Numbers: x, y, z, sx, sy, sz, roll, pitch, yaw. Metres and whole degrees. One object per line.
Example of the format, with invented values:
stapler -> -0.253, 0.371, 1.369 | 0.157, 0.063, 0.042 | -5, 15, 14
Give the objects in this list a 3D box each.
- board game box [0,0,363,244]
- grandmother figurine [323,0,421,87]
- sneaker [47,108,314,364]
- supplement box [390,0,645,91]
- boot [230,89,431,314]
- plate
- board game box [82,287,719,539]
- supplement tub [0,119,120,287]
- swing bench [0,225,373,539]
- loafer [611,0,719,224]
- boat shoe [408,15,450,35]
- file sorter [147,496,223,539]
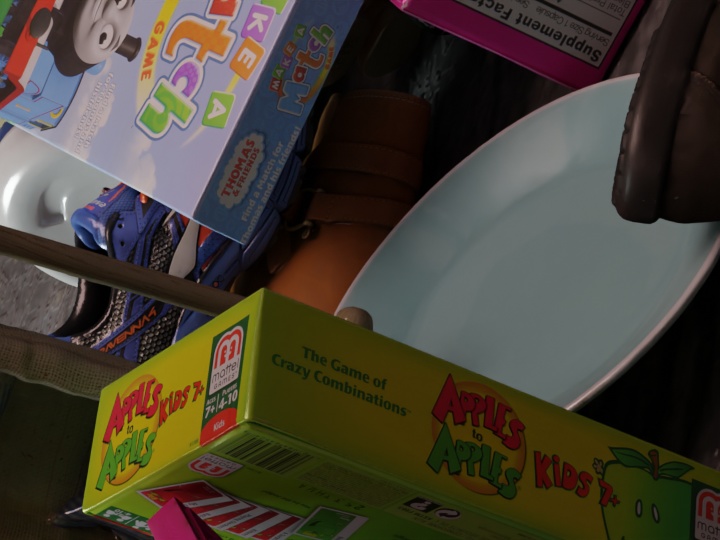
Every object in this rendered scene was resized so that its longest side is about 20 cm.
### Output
board game box -> -0.081, -0.112, 1.109 | 0.200, 0.037, 0.151 | 26, 91, 47
grandmother figurine -> -0.060, -0.168, 1.222 | 0.200, 0.121, 0.061 | 51, 122, 23
sneaker -> -0.080, -0.021, 1.133 | 0.200, 0.078, 0.075 | -69, 19, -8
supplement box -> 0.083, -0.188, 1.071 | 0.200, 0.103, 0.101 | -60, 30, 12
boot -> 0.000, 0.000, 1.118 | 0.200, 0.074, 0.155 | 16, 81, 60
plate -> 0.066, 0.006, 0.994 | 0.200, 0.026, 0.200 | -33, 28, 20
board game box -> 0.021, 0.075, 0.885 | 0.102, 0.200, 0.048 | -31, 44, 49
supplement tub -> -0.101, -0.103, 1.287 | 0.145, 0.145, 0.200 | -40, 38, 42
swing bench -> -0.114, 0.099, 0.939 | 0.130, 0.199, 0.200 | -43, 37, 52
loafer -> 0.146, -0.094, 0.943 | 0.073, 0.071, 0.200 | 91, -162, -65
boat shoe -> -0.019, -0.179, 1.156 | 0.060, 0.200, 0.076 | -36, 4, -16
file sorter -> -0.026, 0.202, 0.841 | 0.125, 0.200, 0.139 | -41, 33, 2
